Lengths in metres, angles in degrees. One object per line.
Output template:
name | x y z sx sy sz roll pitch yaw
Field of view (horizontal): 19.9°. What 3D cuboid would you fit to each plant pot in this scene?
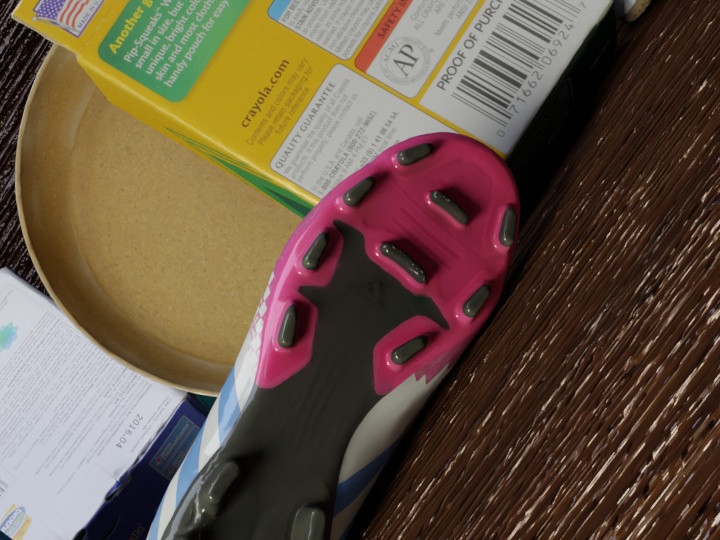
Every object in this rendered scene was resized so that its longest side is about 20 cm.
plant pot | -0.039 -0.044 0.825 0.201 0.199 0.027 -57 -15 -9

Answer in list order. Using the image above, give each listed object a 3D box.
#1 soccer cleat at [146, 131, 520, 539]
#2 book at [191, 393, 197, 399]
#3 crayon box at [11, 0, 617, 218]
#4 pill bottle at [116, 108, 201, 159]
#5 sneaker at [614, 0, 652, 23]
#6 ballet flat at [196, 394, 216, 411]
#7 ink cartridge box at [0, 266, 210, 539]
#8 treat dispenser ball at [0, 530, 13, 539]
soccer cleat | -0.017 0.042 0.678 0.201 0.070 0.086 -58 5 -21
book | -0.062 -0.011 1.142 0.200 0.048 0.134 -53 -42 -27
crayon box | -0.017 -0.093 0.794 0.126 0.199 0.052 -56 -15 -8
pill bottle | -0.058 -0.083 0.916 0.201 0.106 0.106 -69 9 -23
sneaker | 0.080 -0.159 0.823 0.070 0.108 0.200 -56 4 8
ballet flat | 0.000 0.000 0.932 0.200 0.069 0.070 -49 7 30
ink cartridge box | -0.138 0.102 0.954 0.200 0.076 0.137 28 78 47
treat dispenser ball | -0.196 0.181 0.780 0.201 0.200 0.201 -56 4 6
